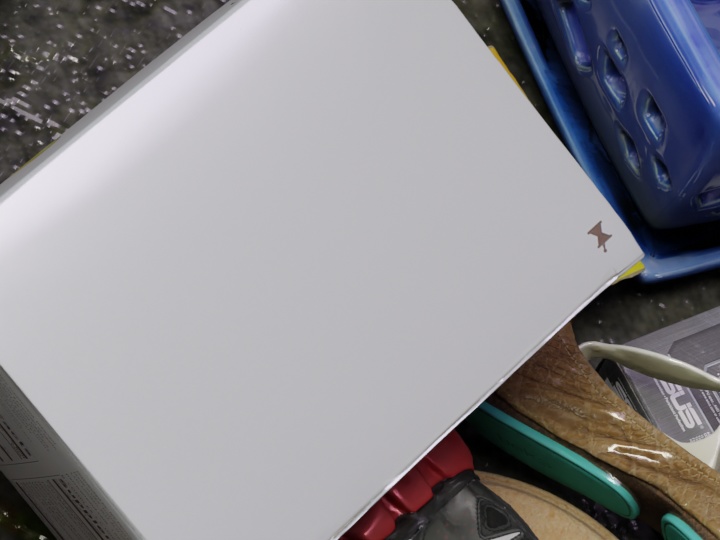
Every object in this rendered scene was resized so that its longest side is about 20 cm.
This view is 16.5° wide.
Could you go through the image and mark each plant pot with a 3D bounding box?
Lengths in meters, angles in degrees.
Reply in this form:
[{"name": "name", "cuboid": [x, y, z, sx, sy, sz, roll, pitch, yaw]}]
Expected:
[{"name": "plant pot", "cuboid": [0.171, -0.115, 1.042, 0.200, 0.180, 0.200, -15, 65, -18]}]

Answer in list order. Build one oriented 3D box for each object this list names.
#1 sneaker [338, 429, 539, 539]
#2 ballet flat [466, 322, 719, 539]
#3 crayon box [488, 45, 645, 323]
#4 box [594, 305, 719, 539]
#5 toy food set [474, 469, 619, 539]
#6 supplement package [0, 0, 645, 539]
[{"name": "sneaker", "cuboid": [-0.003, 0.142, 0.870, 0.098, 0.071, 0.200, 38, 58, 12]}, {"name": "ballet flat", "cuboid": [0.128, 0.079, 0.945, 0.200, 0.068, 0.072, 37, 77, 27]}, {"name": "crayon box", "cuboid": [0.000, 0.000, 1.020, 0.200, 0.051, 0.127, -23, 68, -21]}, {"name": "box", "cuboid": [0.206, 0.097, 1.008, 0.158, 0.048, 0.200, -20, 68, -21]}, {"name": "toy food set", "cuboid": [0.033, 0.168, 0.935, 0.200, 0.049, 0.198, -8, 63, -15]}, {"name": "supplement package", "cuboid": [-0.037, 0.002, 0.848, 0.200, 0.111, 0.156, -41, 99, -20]}]
